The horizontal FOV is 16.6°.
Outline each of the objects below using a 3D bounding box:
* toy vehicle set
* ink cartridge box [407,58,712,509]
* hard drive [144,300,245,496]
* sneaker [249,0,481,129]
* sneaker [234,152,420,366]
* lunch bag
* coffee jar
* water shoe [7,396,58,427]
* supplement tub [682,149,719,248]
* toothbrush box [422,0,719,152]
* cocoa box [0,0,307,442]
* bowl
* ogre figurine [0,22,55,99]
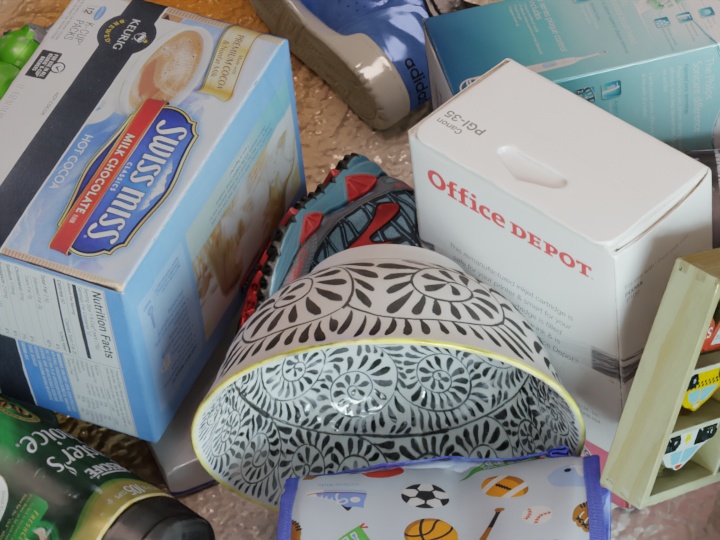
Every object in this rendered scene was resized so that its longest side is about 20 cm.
[{"bbox_3d":[0.204,0.042,1.253,0.027,0.124,0.200,30,25,32],"label":"toy vehicle set"},{"bbox_3d":[0.110,0.008,1.307,0.083,0.200,0.146,-38,52,-27],"label":"ink cartridge box"},{"bbox_3d":[-0.084,0.034,1.435,0.132,0.025,0.200,-21,46,-12],"label":"hard drive"},{"bbox_3d":[0.002,-0.184,1.598,0.111,0.077,0.200,-33,54,-14],"label":"sneaker"},{"bbox_3d":[0.000,0.000,1.390,0.095,0.079,0.200,27,35,8],"label":"sneaker"},{"bbox_3d":[0.045,0.182,1.203,0.170,0.124,0.200,-6,53,4],"label":"lunch bag"},{"bbox_3d":[-0.174,0.123,1.283,0.200,0.104,0.085,30,94,16],"label":"coffee jar"},{"bbox_3d":[-0.186,0.032,1.427,0.079,0.072,0.200,3,54,8],"label":"water shoe"},{"bbox_3d":[0.264,-0.019,1.378,0.200,0.107,0.107,-3,45,5],"label":"supplement tub"},{"bbox_3d":[0.146,-0.090,1.437,0.200,0.147,0.085,-13,45,-3],"label":"toothbrush box"},{"bbox_3d":[-0.130,-0.033,1.345,0.131,0.133,0.200,16,53,19],"label":"cocoa box"},{"bbox_3d":[0.014,0.048,1.271,0.200,0.201,0.094,-3,59,6],"label":"bowl"},{"bbox_3d":[-0.239,-0.083,1.508,0.200,0.120,0.098,-37,91,-37],"label":"ogre figurine"}]
